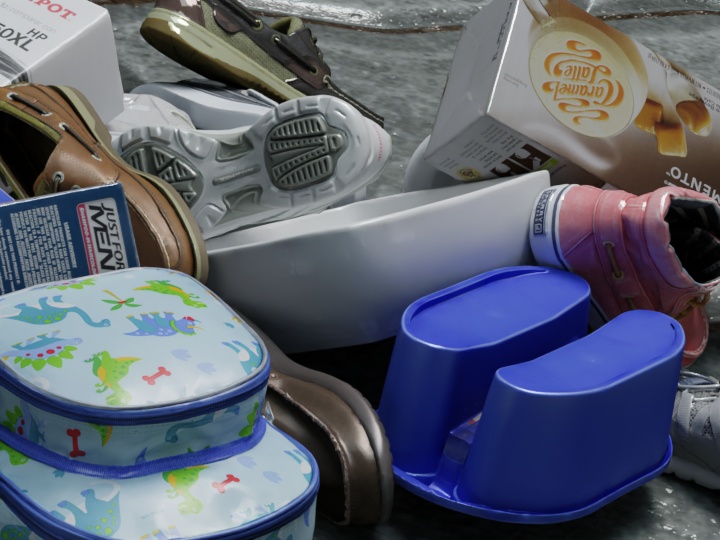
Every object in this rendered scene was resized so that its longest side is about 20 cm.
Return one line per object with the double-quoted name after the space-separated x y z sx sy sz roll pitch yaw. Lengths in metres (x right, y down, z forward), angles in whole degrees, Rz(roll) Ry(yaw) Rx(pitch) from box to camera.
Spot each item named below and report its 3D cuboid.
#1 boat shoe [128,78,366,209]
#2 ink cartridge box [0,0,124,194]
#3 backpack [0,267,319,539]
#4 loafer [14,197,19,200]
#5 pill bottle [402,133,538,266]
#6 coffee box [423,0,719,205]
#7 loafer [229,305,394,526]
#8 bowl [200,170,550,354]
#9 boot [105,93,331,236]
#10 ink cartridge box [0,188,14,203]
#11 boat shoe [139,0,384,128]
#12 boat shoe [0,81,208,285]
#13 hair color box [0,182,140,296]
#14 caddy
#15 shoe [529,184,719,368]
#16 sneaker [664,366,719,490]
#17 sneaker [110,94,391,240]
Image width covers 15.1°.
-0.067 -0.086 1.836 0.200 0.072 0.068 20 27 34 "boat shoe"
-0.270 -0.109 1.710 0.144 0.084 0.200 27 50 31 "ink cartridge box"
-0.120 0.096 1.343 0.183 0.147 0.200 -12 36 -35 "backpack"
-0.200 -0.023 1.652 0.072 0.063 0.200 14 26 8 "loafer"
0.115 -0.074 1.827 0.111 0.112 0.200 19 27 18 "pill bottle"
0.152 -0.080 1.694 0.200 0.080 0.115 29 57 -18 "coffee box"
-0.054 0.088 1.488 0.071 0.073 0.200 -20 33 -30 "loafer"
0.000 0.000 1.608 0.200 0.075 0.199 -15 4 -44 "bowl"
-0.113 -0.077 1.780 0.199 0.074 0.096 10 35 0 "boot"
-0.221 -0.002 1.538 0.200 0.044 0.094 39 36 8 "ink cartridge box"
-0.057 -0.147 1.881 0.201 0.066 0.072 27 -6 -28 "boat shoe"
-0.165 -0.040 1.589 0.068 0.072 0.200 3 30 -44 "boat shoe"
-0.226 0.003 1.413 0.200 0.061 0.100 -12 2 -31 "hair color box"
0.094 0.077 1.511 0.141 0.105 0.200 26 28 31 "caddy"
0.184 0.008 1.620 0.091 0.072 0.200 0 -26 33 "shoe"
0.225 0.088 1.569 0.075 0.082 0.200 -12 34 -40 "sneaker"
-0.069 -0.053 1.634 0.200 0.078 0.099 -7 -6 24 "sneaker"
